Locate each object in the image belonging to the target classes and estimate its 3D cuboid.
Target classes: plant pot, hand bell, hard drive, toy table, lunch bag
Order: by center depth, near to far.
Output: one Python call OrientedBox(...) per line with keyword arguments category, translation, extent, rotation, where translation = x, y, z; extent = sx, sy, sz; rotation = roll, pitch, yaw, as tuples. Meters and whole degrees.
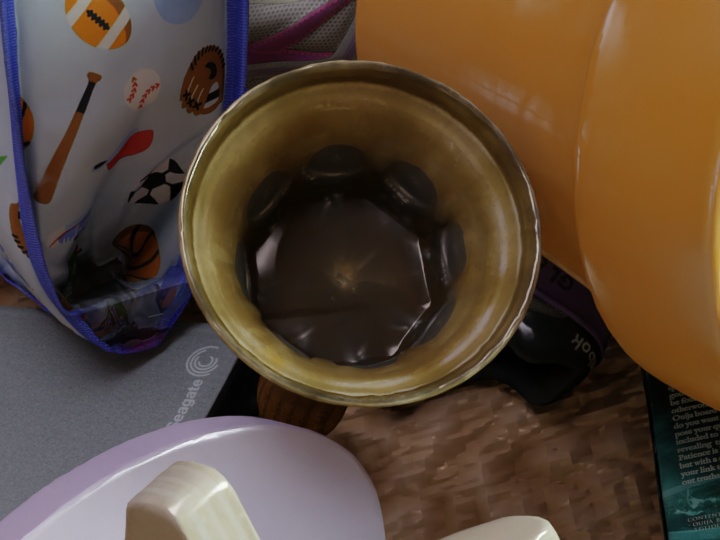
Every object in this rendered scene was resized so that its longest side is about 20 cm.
OrientedBox(category="toy table", translation=(-0.040, 0.128, 0.631), extent=(0.117, 0.184, 0.200), rotation=(7, 51, 52))
OrientedBox(category="plant pot", translation=(0.104, -0.070, 0.704), extent=(0.183, 0.201, 0.200), rotation=(25, 58, 41))
OrientedBox(category="hand bell", translation=(-0.013, 0.020, 0.721), extent=(0.104, 0.200, 0.105), rotation=(2, 71, -7))
OrientedBox(category="hard drive", translation=(-0.145, 0.072, 0.830), extent=(0.199, 0.033, 0.140), rotation=(4, 46, 26))
OrientedBox(category="lunch bag", translation=(-0.121, -0.088, 0.832), extent=(0.124, 0.201, 0.170), rotation=(-15, 29, -31))

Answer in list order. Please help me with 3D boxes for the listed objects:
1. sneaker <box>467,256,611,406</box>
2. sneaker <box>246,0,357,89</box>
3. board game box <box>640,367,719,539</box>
OrientedBox(category="sneaker", translation=(0.000, 0.000, 0.818), extent=(0.199, 0.076, 0.088), rotation=(5, 52, 28))
OrientedBox(category="sneaker", translation=(-0.069, -0.103, 0.946), extent=(0.199, 0.088, 0.081), rotation=(-19, 40, 3))
OrientedBox(category="board game box", translation=(0.193, 0.042, 0.719), extent=(0.199, 0.028, 0.136), rotation=(-12, 40, 11))
